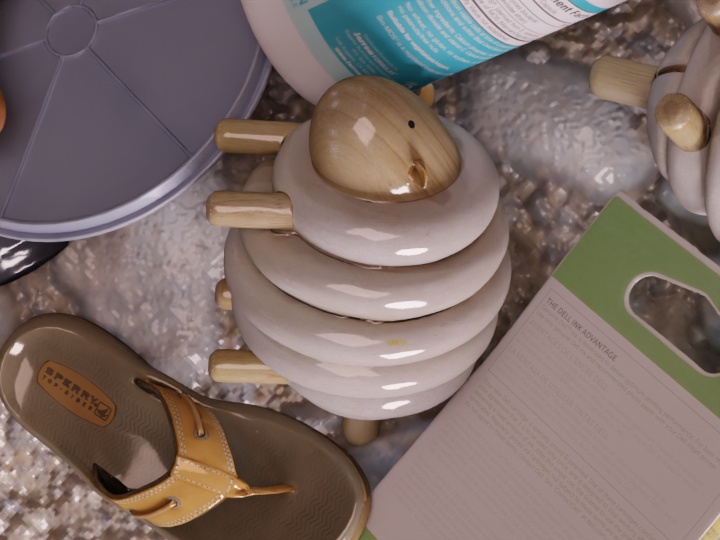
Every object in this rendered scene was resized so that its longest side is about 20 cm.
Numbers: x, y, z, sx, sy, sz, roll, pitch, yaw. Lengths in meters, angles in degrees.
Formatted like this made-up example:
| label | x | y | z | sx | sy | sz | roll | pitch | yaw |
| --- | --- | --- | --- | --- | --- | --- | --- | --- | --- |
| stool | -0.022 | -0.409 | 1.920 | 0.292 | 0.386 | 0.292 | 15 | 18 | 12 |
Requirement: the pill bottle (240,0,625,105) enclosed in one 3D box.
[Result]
| label | x | y | z | sx | sy | sz | roll | pitch | yaw |
| --- | --- | --- | --- | --- | --- | --- | --- | --- | --- |
| pill bottle | 0.052 | -0.149 | 0.751 | 0.200 | 0.111 | 0.111 | -21 | 87 | 29 |

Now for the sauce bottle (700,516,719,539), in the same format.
| label | x | y | z | sx | sy | sz | roll | pitch | yaw |
| --- | --- | --- | --- | --- | --- | --- | --- | --- | --- |
| sauce bottle | 0.194 | 0.071 | 0.786 | 0.066 | 0.066 | 0.200 | 41 | 97 | 5 |

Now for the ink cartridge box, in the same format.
| label | x | y | z | sx | sy | sz | roll | pitch | yaw |
| --- | --- | --- | --- | --- | --- | --- | --- | --- | --- |
| ink cartridge box | 0.102 | 0.085 | 0.771 | 0.200 | 0.048 | 0.146 | -50 | 50 | 5 |

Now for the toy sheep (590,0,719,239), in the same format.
| label | x | y | z | sx | sy | sz | roll | pitch | yaw |
| --- | --- | --- | --- | --- | --- | --- | --- | --- | --- |
| toy sheep | 0.188 | -0.061 | 0.737 | 0.200 | 0.138 | 0.138 | 24 | 93 | 26 |

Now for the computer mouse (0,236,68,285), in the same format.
| label | x | y | z | sx | sy | sz | roll | pitch | yaw |
| --- | --- | --- | --- | --- | --- | --- | --- | --- | --- |
| computer mouse | -0.133 | -0.057 | 0.844 | 0.200 | 0.034 | 0.059 | -38 | 85 | 5 |

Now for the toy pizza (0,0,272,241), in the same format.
| label | x | y | z | sx | sy | sz | roll | pitch | yaw |
| --- | --- | --- | --- | --- | --- | --- | --- | --- | --- |
| toy pizza | -0.129 | -0.106 | 0.828 | 0.200 | 0.032 | 0.200 | -6 | 71 | 16 |

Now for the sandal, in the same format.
| label | x | y | z | sx | sy | sz | roll | pitch | yaw |
| --- | --- | --- | --- | --- | --- | --- | --- | --- | --- |
| sandal | -0.092 | 0.081 | 0.818 | 0.200 | 0.054 | 0.080 | 28 | 91 | 15 |

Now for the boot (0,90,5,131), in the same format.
| label | x | y | z | sx | sy | sz | roll | pitch | yaw |
| --- | --- | --- | --- | --- | --- | --- | --- | --- | --- |
| boot | -0.166 | -0.160 | 0.808 | 0.155 | 0.077 | 0.200 | -34 | 57 | 1 |

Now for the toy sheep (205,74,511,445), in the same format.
| label | x | y | z | sx | sy | sz | roll | pitch | yaw |
| --- | --- | --- | --- | --- | --- | --- | --- | --- | --- |
| toy sheep | 0.000 | 0.000 | 0.777 | 0.138 | 0.138 | 0.200 | 11 | 134 | 7 |
